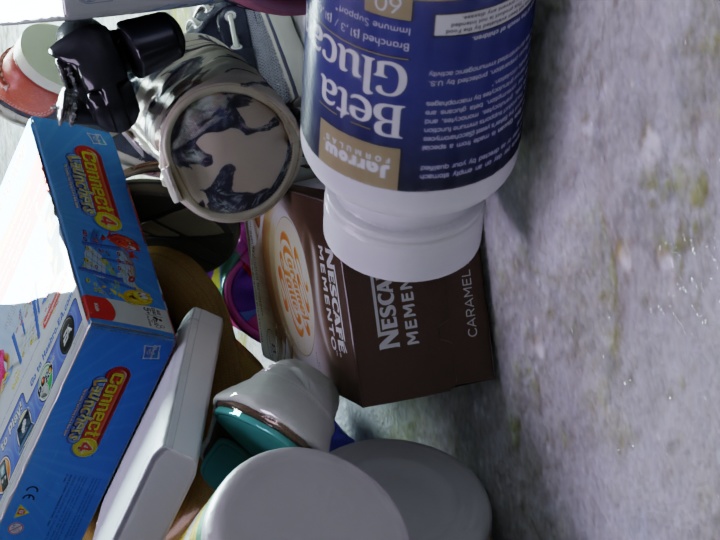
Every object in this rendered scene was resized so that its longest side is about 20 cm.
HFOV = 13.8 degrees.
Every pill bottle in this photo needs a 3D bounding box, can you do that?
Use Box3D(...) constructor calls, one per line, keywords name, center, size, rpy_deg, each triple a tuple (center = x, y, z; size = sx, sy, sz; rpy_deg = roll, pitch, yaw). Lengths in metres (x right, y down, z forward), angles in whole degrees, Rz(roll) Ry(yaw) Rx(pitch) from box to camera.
Box3D(name="pill bottle", center=(0.027, -0.097, 1.458), size=(0.111, 0.111, 0.201), rpy_deg=(-118, 24, -48))
Box3D(name="pill bottle", center=(0.012, 0.202, 1.673), size=(0.112, 0.112, 0.201), rpy_deg=(-117, 24, -46))
Box3D(name="pill bottle", center=(-0.057, 0.182, 1.550), size=(0.200, 0.112, 0.113), rpy_deg=(-54, 46, 53))

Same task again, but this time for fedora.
Box3D(name="fedora", center=(-0.110, 0.086, 1.808), size=(0.200, 0.082, 0.202), rpy_deg=(-6, 81, 45))

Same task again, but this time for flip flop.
Box3D(name="flip flop", center=(-0.125, -0.039, 1.858), size=(0.058, 0.081, 0.200), rpy_deg=(-57, 14, -14))

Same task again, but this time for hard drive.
Box3D(name="hard drive", center=(-0.117, 0.114, 1.645), size=(0.200, 0.027, 0.132), rpy_deg=(-87, 21, -69))

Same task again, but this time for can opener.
Box3D(name="can opener", center=(-0.146, -0.112, 1.693), size=(0.200, 0.078, 0.064), rpy_deg=(-158, 57, -76))

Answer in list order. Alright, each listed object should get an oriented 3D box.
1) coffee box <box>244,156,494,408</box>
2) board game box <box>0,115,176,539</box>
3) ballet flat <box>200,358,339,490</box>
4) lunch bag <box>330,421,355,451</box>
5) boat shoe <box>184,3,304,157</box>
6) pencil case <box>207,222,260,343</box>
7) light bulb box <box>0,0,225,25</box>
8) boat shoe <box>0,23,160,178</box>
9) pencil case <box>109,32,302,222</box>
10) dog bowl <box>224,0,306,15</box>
Box3D(name="coffee box", center=(0.000, 0.000, 1.656), size=(0.200, 0.079, 0.115), rpy_deg=(-162, 62, -72))
Box3D(name="board game box", center=(-0.187, 0.048, 1.770), size=(0.200, 0.056, 0.196), rpy_deg=(-63, 30, 31))
Box3D(name="ballet flat", center=(-0.045, 0.080, 1.611), size=(0.200, 0.069, 0.070), rpy_deg=(131, 128, -73))
Box3D(name="lunch bag", center=(-0.037, 0.185, 1.830), size=(0.170, 0.127, 0.201), rpy_deg=(-140, 57, -69))
Box3D(name="boat shoe", center=(-0.093, -0.142, 1.872), size=(0.200, 0.092, 0.075), rpy_deg=(-116, 23, -44))
Box3D(name="pencil case", center=(-0.075, -0.005, 1.898), size=(0.200, 0.088, 0.089), rpy_deg=(-158, 60, -68))
Box3D(name="light bulb box", center=(-0.096, -0.210, 1.653), size=(0.198, 0.199, 0.125), rpy_deg=(-167, 70, -72))
Box3D(name="boat shoe", center=(-0.141, -0.092, 1.891), size=(0.063, 0.199, 0.071), rpy_deg=(-47, 30, 42))
Box3D(name="pencil case", center=(-0.090, -0.082, 1.695), size=(0.078, 0.089, 0.200), rpy_deg=(57, 177, -17))
Box3D(name="dog bowl", center=(-0.027, -0.213, 1.456), size=(0.074, 0.200, 0.201), rpy_deg=(40, 141, 35))
